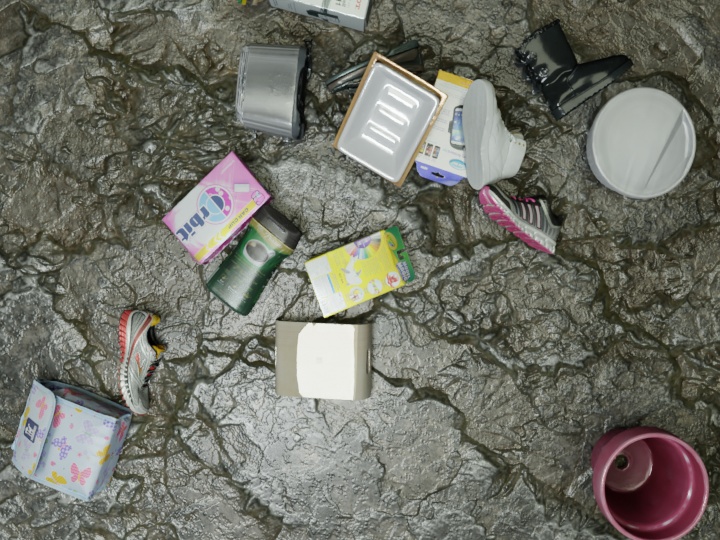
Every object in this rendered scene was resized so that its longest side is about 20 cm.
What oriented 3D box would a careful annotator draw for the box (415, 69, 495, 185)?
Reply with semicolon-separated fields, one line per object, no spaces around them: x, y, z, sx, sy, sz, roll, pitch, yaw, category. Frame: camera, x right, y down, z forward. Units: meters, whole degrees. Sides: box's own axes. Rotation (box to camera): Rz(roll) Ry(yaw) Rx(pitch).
0.175;-0.271;1.454;0.116;0.041;0.205;18;95;-1;box

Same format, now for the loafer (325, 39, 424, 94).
0.030;-0.376;1.436;0.196;0.072;0.064;-25;98;-1;loafer

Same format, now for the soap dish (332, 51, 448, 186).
0.055;-0.283;1.399;0.155;0.082;0.202;29;122;0;soap dish

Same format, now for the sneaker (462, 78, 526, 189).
0.256;-0.265;1.413;0.113;0.073;0.205;-18;119;-27;sneaker

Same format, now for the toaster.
-0.163;-0.348;1.415;0.125;0.114;0.206;6;94;2;toaster

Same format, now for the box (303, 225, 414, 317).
0.000;0.000;1.462;0.196;0.048;0.120;-21;92;3;box

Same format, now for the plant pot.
0.522;0.383;1.410;0.194;0.179;0.206;0;93;1;plant pot

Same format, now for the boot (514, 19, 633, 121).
0.403;-0.403;1.434;0.196;0.073;0.165;-33;89;2;boot

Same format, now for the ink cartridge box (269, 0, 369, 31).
-0.065;-0.559;1.419;0.195;0.083;0.151;14;93;-1;ink cartridge box

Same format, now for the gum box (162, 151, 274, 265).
-0.276;-0.116;1.446;0.200;0.066;0.114;-43;90;2;gum box

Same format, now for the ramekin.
0.524;-0.237;1.427;0.196;0.094;0.209;0;92;0;ramekin

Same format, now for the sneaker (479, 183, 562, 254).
0.313;-0.118;1.435;0.198;0.074;0.089;33;83;-18;sneaker

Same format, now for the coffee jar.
-0.202;-0.021;1.441;0.104;0.085;0.202;37;93;0;coffee jar

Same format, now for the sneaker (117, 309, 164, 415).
-0.423;0.179;1.455;0.080;0.078;0.206;-1;93;-1;sneaker

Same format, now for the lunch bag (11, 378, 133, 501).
-0.566;0.322;1.439;0.196;0.127;0.174;21;90;6;lunch bag

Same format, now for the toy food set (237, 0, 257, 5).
-0.178;-0.585;1.361;0.047;0.200;0.203;13;76;-14;toy food set

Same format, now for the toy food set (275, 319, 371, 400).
-0.076;0.172;1.470;0.194;0.060;0.148;2;93;8;toy food set
